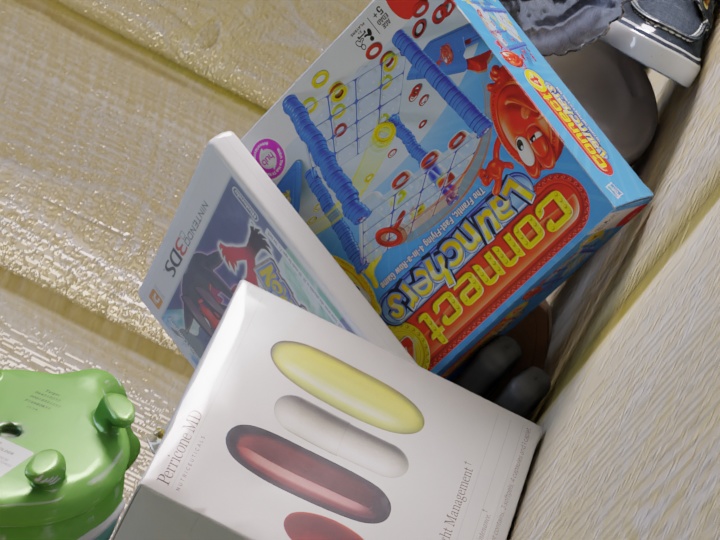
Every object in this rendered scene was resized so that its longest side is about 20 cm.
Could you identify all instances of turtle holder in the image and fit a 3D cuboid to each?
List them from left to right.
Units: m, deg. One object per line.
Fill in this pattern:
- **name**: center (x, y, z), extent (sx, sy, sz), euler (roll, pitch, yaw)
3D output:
- **turtle holder**: center (-0.204, 0.123, 1.428), extent (0.186, 0.141, 0.132), euler (-88, 5, -62)

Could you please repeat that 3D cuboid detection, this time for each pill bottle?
- **pill bottle**: center (0.100, -0.068, 1.644), extent (0.200, 0.119, 0.120), euler (-51, 11, 49)

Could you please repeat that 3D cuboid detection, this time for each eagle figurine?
- **eagle figurine**: center (0.097, -0.202, 1.552), extent (0.151, 0.200, 0.152), euler (60, -139, -76)

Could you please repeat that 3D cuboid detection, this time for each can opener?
- **can opener**: center (0.050, 0.118, 1.546), extent (0.066, 0.053, 0.200), euler (-33, -14, -48)

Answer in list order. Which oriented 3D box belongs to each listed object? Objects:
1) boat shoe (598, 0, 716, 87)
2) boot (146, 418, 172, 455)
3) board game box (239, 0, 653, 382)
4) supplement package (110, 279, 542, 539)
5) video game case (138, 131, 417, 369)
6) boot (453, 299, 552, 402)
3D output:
- **boat shoe**: center (0.197, -0.180, 1.560), extent (0.091, 0.071, 0.200), euler (-60, 4, 15)
- **boot**: center (-0.083, 0.066, 1.669), extent (0.155, 0.200, 0.072), euler (-34, -19, 11)
- **board game box**: center (0.042, -0.055, 1.500), extent (0.200, 0.196, 0.056), euler (-45, -15, 28)
- **supplement package**: center (-0.030, 0.149, 1.408), extent (0.147, 0.200, 0.191), euler (-62, 3, 40)
- **video game case**: center (-0.056, 0.039, 1.553), extent (0.023, 0.200, 0.182), euler (-28, -19, -34)
- **boot**: center (0.085, 0.053, 1.627), extent (0.200, 0.070, 0.146), euler (-54, 0, 36)
